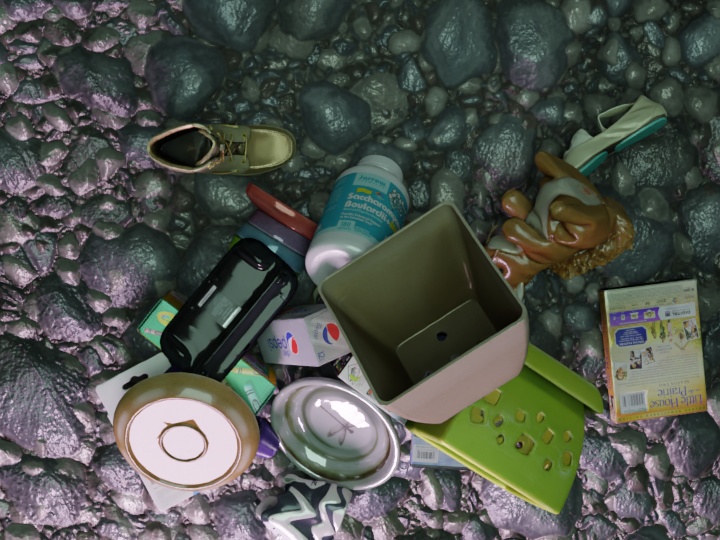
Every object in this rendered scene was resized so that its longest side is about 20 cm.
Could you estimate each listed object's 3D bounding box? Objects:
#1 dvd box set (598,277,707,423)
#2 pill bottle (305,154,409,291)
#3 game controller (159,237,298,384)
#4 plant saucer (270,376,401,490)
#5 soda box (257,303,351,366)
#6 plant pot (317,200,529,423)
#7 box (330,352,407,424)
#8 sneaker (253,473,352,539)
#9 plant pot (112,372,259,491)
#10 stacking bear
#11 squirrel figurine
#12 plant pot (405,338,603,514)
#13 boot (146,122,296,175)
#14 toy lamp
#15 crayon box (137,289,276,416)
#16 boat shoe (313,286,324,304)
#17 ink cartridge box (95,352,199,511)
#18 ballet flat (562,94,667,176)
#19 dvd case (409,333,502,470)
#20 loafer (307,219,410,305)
[{"bbox_3d":[0.437,0.119,1.541,0.145,0.029,0.202,-8,95,-5],"label":"dvd box set"},{"bbox_3d":[0.002,-0.066,1.396,0.110,0.111,0.201,24,49,-6],"label":"pill bottle"},{"bbox_3d":[-0.175,0.055,1.364,0.104,0.042,0.200,41,93,8],"label":"game controller"},{"bbox_3d":[-0.031,0.222,1.473,0.199,0.050,0.201,12,126,17],"label":"plant saucer"},{"bbox_3d":[-0.080,0.087,1.409,0.063,0.200,0.069,-22,96,-26],"label":"soda box"},{"bbox_3d":[0.097,0.076,1.286,0.199,0.177,0.201,-32,53,3],"label":"plant pot"},{"bbox_3d":[0.012,0.148,1.423,0.110,0.200,0.035,37,89,-6],"label":"box"},{"bbox_3d":[-0.105,0.387,1.499,0.129,0.079,0.200,23,104,5],"label":"sneaker"},{"bbox_3d":[-0.235,0.225,1.385,0.198,0.028,0.201,1,121,1],"label":"plant pot"},{"bbox_3d":[-0.146,0.000,1.426,0.113,0.121,0.201,32,91,16],"label":"stacking bear"},{"bbox_3d":[0.272,-0.036,1.449,0.199,0.142,0.187,20,125,-26],"label":"squirrel figurine"},{"bbox_3d":[0.204,0.198,1.430,0.198,0.200,0.182,33,82,-9],"label":"plant pot"},{"bbox_3d":[-0.185,-0.167,1.403,0.198,0.155,0.073,1,95,-5],"label":"boot"},{"bbox_3d":[-0.192,0.201,1.437,0.058,0.058,0.200,-48,120,0],"label":"toy lamp"},{"bbox_3d":[-0.210,0.114,1.443,0.200,0.119,0.058,39,91,-6],"label":"crayon box"},{"bbox_3d":[0.015,0.084,1.452,0.072,0.065,0.200,-38,123,16],"label":"boat shoe"},{"bbox_3d":[-0.278,0.222,1.471,0.115,0.068,0.201,-27,97,-2],"label":"ink cartridge box"},{"bbox_3d":[0.349,-0.189,1.499,0.199,0.069,0.070,-33,97,-3],"label":"ballet flat"},{"bbox_3d":[0.150,0.196,1.530,0.141,0.018,0.202,4,94,-6],"label":"dvd case"},{"bbox_3d":[0.000,0.000,1.477,0.076,0.067,0.200,40,90,-7],"label":"loafer"}]
